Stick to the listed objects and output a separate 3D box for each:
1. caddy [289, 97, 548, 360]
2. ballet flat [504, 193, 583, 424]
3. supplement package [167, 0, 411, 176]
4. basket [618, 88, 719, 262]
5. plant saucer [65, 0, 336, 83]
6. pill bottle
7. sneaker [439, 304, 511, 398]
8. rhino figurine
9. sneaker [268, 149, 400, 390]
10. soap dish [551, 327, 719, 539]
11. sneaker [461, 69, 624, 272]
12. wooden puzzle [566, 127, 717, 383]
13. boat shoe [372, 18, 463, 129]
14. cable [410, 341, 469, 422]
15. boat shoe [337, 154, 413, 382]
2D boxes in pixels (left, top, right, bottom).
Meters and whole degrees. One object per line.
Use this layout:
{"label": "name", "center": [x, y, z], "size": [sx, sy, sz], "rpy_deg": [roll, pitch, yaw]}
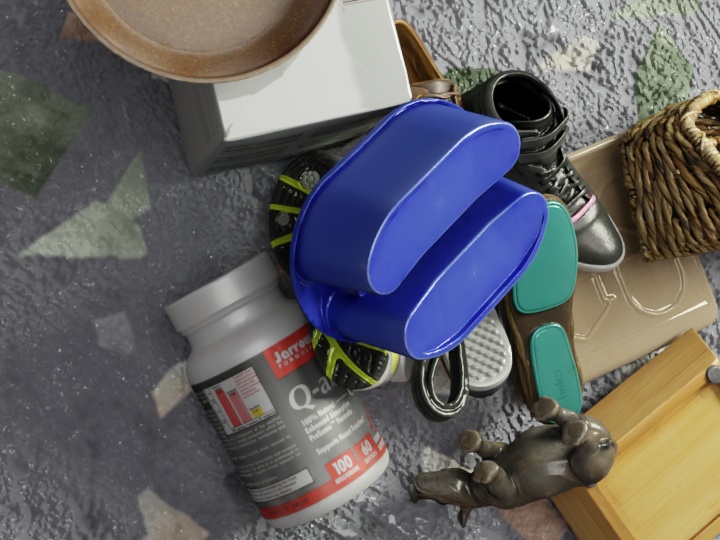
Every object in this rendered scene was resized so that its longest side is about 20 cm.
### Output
{"label": "caddy", "center": [0.039, -0.031, 0.816], "size": [0.200, 0.105, 0.142], "rpy_deg": [-45, 129, -21]}
{"label": "ballet flat", "center": [0.147, 0.030, 0.957], "size": [0.068, 0.072, 0.201], "rpy_deg": [-15, 107, -14]}
{"label": "supplement package", "center": [-0.074, -0.191, 0.894], "size": [0.147, 0.200, 0.192], "rpy_deg": [-13, 91, -15]}
{"label": "basket", "center": [0.346, -0.095, 0.991], "size": [0.200, 0.149, 0.143], "rpy_deg": [-9, 87, -35]}
{"label": "plant saucer", "center": [-0.109, -0.221, 0.765], "size": [0.200, 0.037, 0.201], "rpy_deg": [1, 86, -14]}
{"label": "pill bottle", "center": [-0.070, 0.095, 0.921], "size": [0.116, 0.116, 0.200], "rpy_deg": [-30, 94, -14]}
{"label": "sneaker", "center": [0.080, 0.016, 0.988], "size": [0.078, 0.079, 0.201], "rpy_deg": [-10, 70, 0]}
{"label": "rhino figurine", "center": [0.122, 0.167, 0.949], "size": [0.087, 0.200, 0.060], "rpy_deg": [33, 41, -39]}
{"label": "sneaker", "center": [-0.020, 0.001, 0.911], "size": [0.075, 0.076, 0.201], "rpy_deg": [-16, 75, 14]}
{"label": "soap dish", "center": [0.271, 0.173, 1.014], "size": [0.200, 0.081, 0.158], "rpy_deg": [-37, 100, -10]}
{"label": "sneaker", "center": [0.155, -0.082, 0.943], "size": [0.071, 0.099, 0.200], "rpy_deg": [-42, 88, -18]}
{"label": "wooden puzzle", "center": [0.212, -0.010, 1.037], "size": [0.185, 0.046, 0.201], "rpy_deg": [-22, 97, -14]}
{"label": "boat shoe", "center": [0.050, -0.127, 0.938], "size": [0.072, 0.068, 0.200], "rpy_deg": [-3, 51, -31]}
{"label": "cable", "center": [0.061, 0.026, 0.918], "size": [0.097, 0.050, 0.201], "rpy_deg": [7, 68, -37]}
{"label": "boat shoe", "center": [0.000, 0.000, 0.972], "size": [0.065, 0.072, 0.201], "rpy_deg": [-9, 103, 15]}
